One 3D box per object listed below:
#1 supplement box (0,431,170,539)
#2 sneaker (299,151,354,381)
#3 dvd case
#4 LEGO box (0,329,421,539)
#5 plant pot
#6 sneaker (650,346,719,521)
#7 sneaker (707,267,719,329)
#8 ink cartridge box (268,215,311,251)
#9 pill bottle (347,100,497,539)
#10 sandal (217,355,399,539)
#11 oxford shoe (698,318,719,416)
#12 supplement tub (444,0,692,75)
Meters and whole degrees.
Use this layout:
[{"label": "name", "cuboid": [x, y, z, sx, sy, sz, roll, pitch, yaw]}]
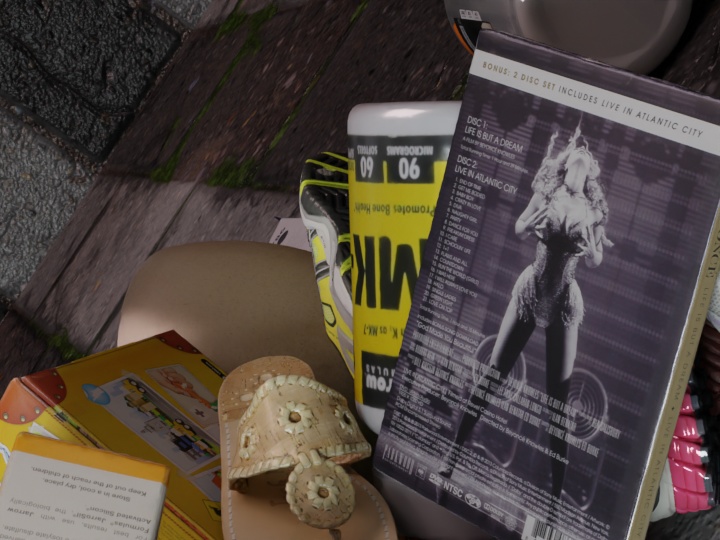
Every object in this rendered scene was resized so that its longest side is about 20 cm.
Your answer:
[{"label": "supplement box", "cuboid": [-0.138, 0.187, 0.792, 0.201, 0.073, 0.127, -82, 8, -46]}, {"label": "sneaker", "cuboid": [0.000, 0.000, 1.061, 0.201, 0.075, 0.077, -98, 16, -57]}, {"label": "dvd case", "cuboid": [0.079, 0.013, 0.788, 0.148, 0.016, 0.202, 24, 105, 46]}, {"label": "LEGO box", "cuboid": [-0.079, 0.129, 0.972, 0.078, 0.199, 0.149, -59, -18, 21]}, {"label": "plant pot", "cuboid": [-0.037, 0.070, 1.143, 0.133, 0.201, 0.201, -13, 36, 24]}, {"label": "sneaker", "cuboid": [0.101, 0.008, 0.821, 0.074, 0.081, 0.202, -13, 75, 15]}, {"label": "sneaker", "cuboid": [0.204, -0.030, 0.736, 0.200, 0.088, 0.082, -48, 18, 23]}, {"label": "ink cartridge box", "cuboid": [-0.005, 0.005, 1.285, 0.039, 0.099, 0.200, -56, 15, -8]}, {"label": "pill bottle", "cuboid": [0.051, 0.020, 0.911, 0.114, 0.113, 0.202, -167, 75, -73]}, {"label": "sandal", "cuboid": [-0.037, 0.076, 0.897, 0.077, 0.070, 0.212, -15, 26, -6]}, {"label": "oxford shoe", "cuboid": [0.160, 0.015, 0.887, 0.201, 0.070, 0.075, -59, -14, 2]}, {"label": "supplement tub", "cuboid": [0.125, -0.183, 1.233, 0.123, 0.122, 0.200, -55, 15, 1]}]
